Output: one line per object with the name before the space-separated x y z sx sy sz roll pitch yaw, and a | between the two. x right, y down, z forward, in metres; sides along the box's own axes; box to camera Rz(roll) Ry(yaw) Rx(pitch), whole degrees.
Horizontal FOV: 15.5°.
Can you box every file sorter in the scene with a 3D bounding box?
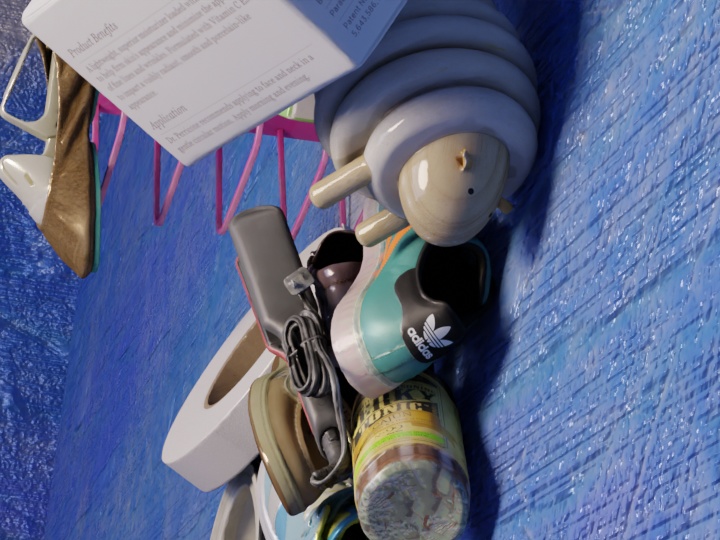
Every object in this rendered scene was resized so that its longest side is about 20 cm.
file sorter | -0.086 -0.101 1.865 0.139 0.200 0.125 116 157 -53

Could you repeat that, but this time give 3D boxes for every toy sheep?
toy sheep | 0.033 -0.096 1.459 0.138 0.138 0.200 113 149 -48

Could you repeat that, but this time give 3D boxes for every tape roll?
tape roll | -0.060 0.059 1.789 0.203 0.037 0.203 -50 10 12

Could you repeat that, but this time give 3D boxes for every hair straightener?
hair straightener | -0.041 0.036 1.493 0.077 0.041 0.200 81 176 -49

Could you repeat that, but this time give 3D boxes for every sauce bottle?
sauce bottle | 0.025 0.093 1.494 0.200 0.065 0.065 -98 21 -69

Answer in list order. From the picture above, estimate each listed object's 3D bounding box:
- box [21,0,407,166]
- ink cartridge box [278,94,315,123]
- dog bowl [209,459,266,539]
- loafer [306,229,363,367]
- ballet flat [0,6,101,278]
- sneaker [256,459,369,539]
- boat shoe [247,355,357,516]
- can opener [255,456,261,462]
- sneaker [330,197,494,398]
box | -0.050 -0.189 1.438 0.199 0.131 0.200 -24 29 56
ink cartridge box | -0.002 -0.126 1.678 0.200 0.117 0.067 -148 67 -77
dog bowl | -0.057 0.229 1.765 0.200 0.074 0.200 -170 90 -78
loafer | 0.000 0.000 1.614 0.200 0.072 0.063 -89 -20 -74
ballet flat | -0.211 -0.094 1.811 0.068 0.072 0.200 155 119 -71
sneaker | -0.010 0.147 1.602 0.131 0.080 0.200 110 155 -49
boat shoe | -0.022 0.082 1.572 0.200 0.063 0.073 -77 -33 -68
can opener | -0.037 0.102 1.794 0.200 0.063 0.079 132 147 -69
sneaker | 0.045 -0.006 1.512 0.080 0.071 0.200 -24 27 27
